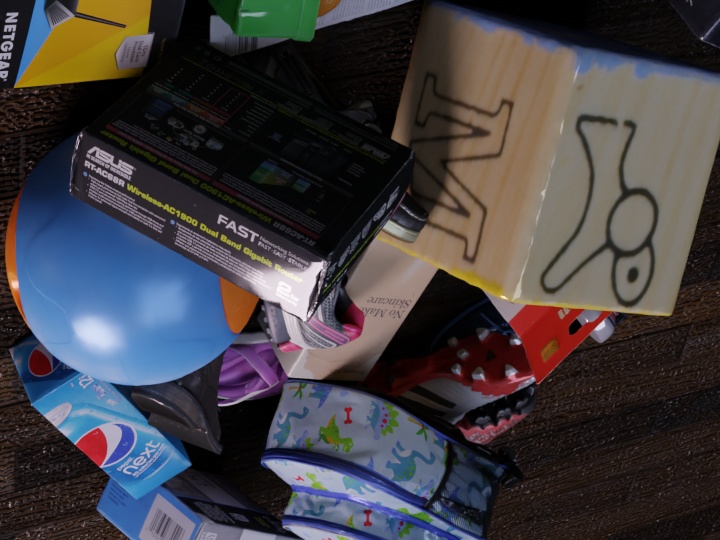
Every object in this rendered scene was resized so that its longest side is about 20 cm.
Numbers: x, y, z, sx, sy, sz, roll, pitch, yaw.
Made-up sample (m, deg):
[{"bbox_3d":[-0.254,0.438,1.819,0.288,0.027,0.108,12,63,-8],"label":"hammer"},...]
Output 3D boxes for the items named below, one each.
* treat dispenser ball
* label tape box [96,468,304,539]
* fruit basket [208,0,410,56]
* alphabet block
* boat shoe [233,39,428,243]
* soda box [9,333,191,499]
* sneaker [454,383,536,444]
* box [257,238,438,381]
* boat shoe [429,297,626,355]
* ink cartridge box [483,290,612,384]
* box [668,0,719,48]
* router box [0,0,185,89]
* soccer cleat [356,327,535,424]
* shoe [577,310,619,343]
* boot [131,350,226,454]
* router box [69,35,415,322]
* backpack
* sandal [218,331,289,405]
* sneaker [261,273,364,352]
[{"bbox_3d":[-0.170,-0.014,1.479,0.199,0.202,0.202,-18,141,-15],"label":"treat dispenser ball"},{"bbox_3d":[-0.128,0.245,1.841,0.199,0.144,0.064,19,98,-45],"label":"label tape box"},{"bbox_3d":[-0.022,-0.253,1.422,0.199,0.094,0.186,-26,146,-32],"label":"fruit basket"},{"bbox_3d":[0.151,-0.090,1.559,0.194,0.196,0.202,7,103,-36],"label":"alphabet block"},{"bbox_3d":[-0.016,-0.107,1.508,0.066,0.201,0.072,-46,-179,11],"label":"boat shoe"},{"bbox_3d":[-0.225,0.121,1.705,0.064,0.068,0.200,-32,143,3],"label":"soda box"},{"bbox_3d":[0.086,0.165,1.961,0.199,0.071,0.098,-24,142,-5],"label":"sneaker"},{"bbox_3d":[0.000,0.000,1.709,0.094,0.078,0.201,4,131,-37],"label":"box"},{"bbox_3d":[0.163,0.055,1.886,0.199,0.069,0.084,-28,143,2],"label":"boat shoe"},{"bbox_3d":[0.172,-0.020,1.701,0.050,0.201,0.161,33,113,-25],"label":"ink cartridge box"},{"bbox_3d":[0.285,-0.277,1.485,0.104,0.201,0.148,13,127,-42],"label":"box"},{"bbox_3d":[-0.189,-0.222,1.351,0.148,0.051,0.201,-10,139,-29],"label":"router box"},{"bbox_3d":[0.090,0.111,1.855,0.198,0.069,0.085,-14,134,23],"label":"soccer cleat"},{"bbox_3d":[0.218,-0.004,1.779,0.091,0.200,0.072,-39,105,4],"label":"shoe"},{"bbox_3d":[-0.122,0.055,1.654,0.200,0.069,0.175,78,34,-72],"label":"boot"},{"bbox_3d":[-0.080,-0.068,1.366,0.150,0.199,0.062,-50,163,-48],"label":"router box"},{"bbox_3d":[0.010,0.189,1.774,0.200,0.182,0.148,35,68,-37],"label":"backpack"},{"bbox_3d":[-0.121,0.095,1.759,0.202,0.050,0.083,9,129,-41],"label":"sandal"},{"bbox_3d":[-0.050,-0.024,1.610,0.074,0.081,0.201,-3,127,20],"label":"sneaker"}]
